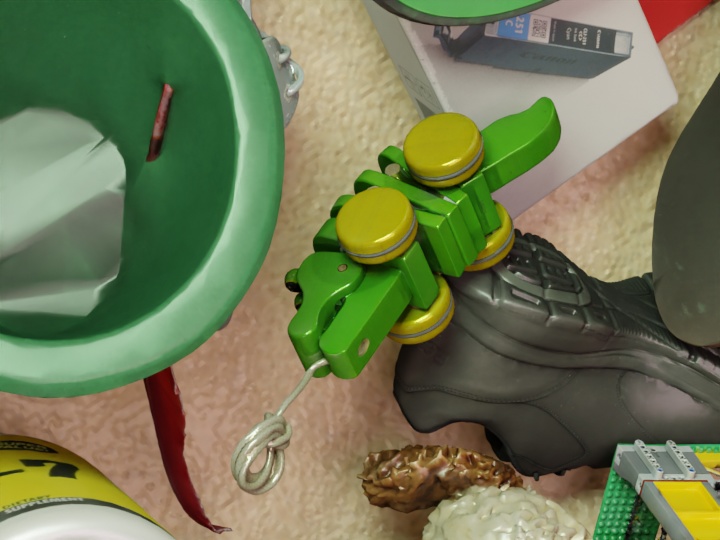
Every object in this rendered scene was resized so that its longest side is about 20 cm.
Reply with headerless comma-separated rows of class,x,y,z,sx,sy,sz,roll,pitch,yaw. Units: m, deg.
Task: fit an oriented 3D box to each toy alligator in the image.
toy alligator,0.000,0.000,1.117,0.200,0.054,0.059,-48,139,-22

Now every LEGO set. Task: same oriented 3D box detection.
LEGO set,0.161,0.161,1.189,0.153,0.116,0.201,10,114,-25

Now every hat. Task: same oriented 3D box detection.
hat,-0.117,-0.015,1.101,0.165,0.176,0.201,4,79,-7

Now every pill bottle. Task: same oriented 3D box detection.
pill bottle,-0.125,0.122,1.079,0.114,0.200,0.115,-3,98,-18

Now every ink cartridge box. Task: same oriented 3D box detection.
ink cartridge box,0.080,-0.145,1.159,0.176,0.045,0.200,-36,128,-10

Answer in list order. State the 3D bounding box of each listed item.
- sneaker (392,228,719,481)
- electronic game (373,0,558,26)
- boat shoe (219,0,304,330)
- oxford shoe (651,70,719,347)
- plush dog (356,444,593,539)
sneaker,0.098,0.047,1.216,0.199,0.076,0.091,20,117,-28
electronic game,0.076,-0.165,1.052,0.200,0.200,0.042,-31,61,-12
boat shoe,-0.062,-0.065,1.137,0.071,0.070,0.202,-1,116,-27
oxford shoe,0.175,-0.055,1.207,0.071,0.071,0.201,40,66,-51
plush dog,0.035,0.164,1.157,0.160,0.200,0.172,14,122,-47
